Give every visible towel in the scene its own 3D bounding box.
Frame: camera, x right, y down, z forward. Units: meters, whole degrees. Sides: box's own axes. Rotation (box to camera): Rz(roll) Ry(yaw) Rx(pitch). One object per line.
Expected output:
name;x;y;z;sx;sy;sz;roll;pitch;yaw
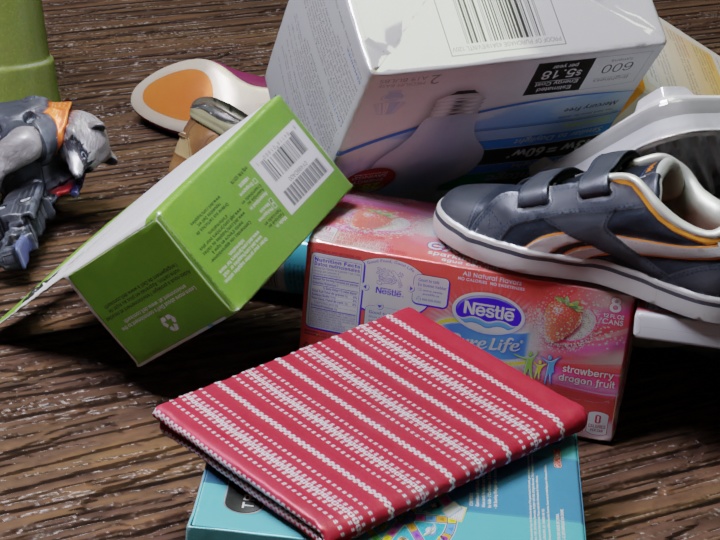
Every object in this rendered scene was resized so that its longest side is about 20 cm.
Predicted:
towel;0.008;0.081;1.018;0.200;0.023;0.144;-20;36;-40

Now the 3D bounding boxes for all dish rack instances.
dish rack;0.197;-0.071;1.209;0.171;0.044;0.200;-2;-15;-31

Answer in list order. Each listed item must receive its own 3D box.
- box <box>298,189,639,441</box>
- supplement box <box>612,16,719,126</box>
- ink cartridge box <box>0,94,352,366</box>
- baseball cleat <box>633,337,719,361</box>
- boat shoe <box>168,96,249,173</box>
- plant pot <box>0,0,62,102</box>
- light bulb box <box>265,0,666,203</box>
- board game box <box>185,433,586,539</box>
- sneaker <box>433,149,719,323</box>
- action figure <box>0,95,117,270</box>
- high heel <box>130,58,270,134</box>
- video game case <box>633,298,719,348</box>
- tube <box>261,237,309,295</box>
box;0.069;0.024;1.170;0.199;0.103;0.095;9;25;10
supplement box;0.234;-0.109;1.389;0.200;0.074;0.126;27;34;-28
ink cartridge box;-0.121;-0.007;1.176;0.200;0.076;0.148;-31;13;43
baseball cleat;0.248;0.028;1.239;0.199;0.070;0.106;16;12;5
boat shoe;-0.047;-0.045;1.333;0.200;0.074;0.076;33;4;15
plant pot;-0.321;-0.215;1.465;0.199;0.191;0.200;4;16;-1
light bulb box;0.059;-0.135;1.219;0.198;0.200;0.125;-8;66;-17
board game box;0.016;0.126;1.004;0.199;0.047;0.151;6;24;1
sneaker;0.140;-0.035;1.102;0.199;0.080;0.078;15;27;20
action figure;-0.266;-0.073;1.316;0.193;0.105;0.200;-9;23;-7
high heel;-0.083;-0.131;1.550;0.199;0.068;0.096;-3;-13;16
video game case;0.247;0.009;1.162;0.143;0.018;0.200;7;19;11
tube;0.000;0.000;1.264;0.199;0.051;0.077;10;-15;12
